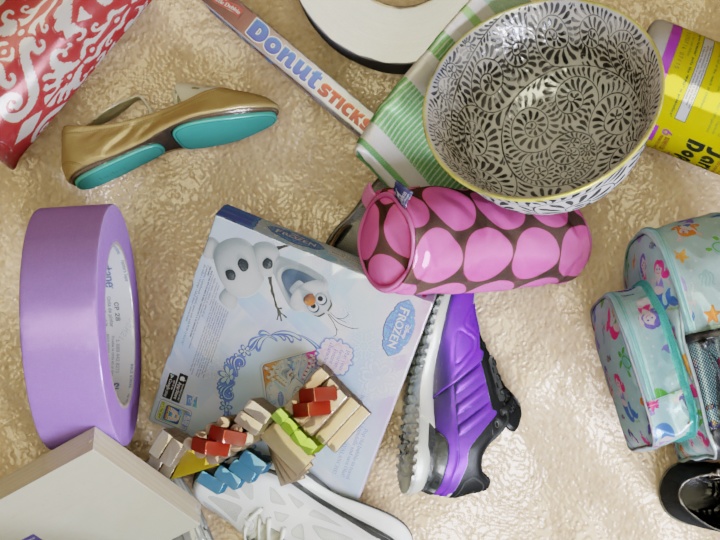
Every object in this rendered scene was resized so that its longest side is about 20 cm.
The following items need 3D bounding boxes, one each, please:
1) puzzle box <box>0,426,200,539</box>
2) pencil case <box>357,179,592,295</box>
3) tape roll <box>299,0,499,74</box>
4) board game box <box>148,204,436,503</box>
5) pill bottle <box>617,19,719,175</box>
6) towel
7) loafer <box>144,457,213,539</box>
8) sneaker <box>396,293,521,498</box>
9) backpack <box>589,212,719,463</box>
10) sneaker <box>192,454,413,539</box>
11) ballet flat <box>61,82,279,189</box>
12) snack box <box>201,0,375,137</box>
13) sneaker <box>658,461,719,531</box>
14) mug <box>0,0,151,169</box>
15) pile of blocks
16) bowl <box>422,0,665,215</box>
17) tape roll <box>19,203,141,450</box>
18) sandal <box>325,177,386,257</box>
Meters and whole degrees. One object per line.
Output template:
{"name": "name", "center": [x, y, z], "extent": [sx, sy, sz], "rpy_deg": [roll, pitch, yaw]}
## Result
{"name": "puzzle box", "center": [-0.250, 0.210, 1.507], "extent": [0.199, 0.026, 0.133], "rpy_deg": [-28, 131, 25]}
{"name": "pencil case", "center": [0.095, -0.031, 1.508], "extent": [0.091, 0.198, 0.094], "rpy_deg": [-59, 45, 35]}
{"name": "tape roll", "center": [0.037, -0.275, 1.566], "extent": [0.198, 0.066, 0.203], "rpy_deg": [0, 87, 2]}
{"name": "board game box", "center": [-0.059, 0.073, 1.540], "extent": [0.197, 0.043, 0.202], "rpy_deg": [22, 109, 4]}
{"name": "pill bottle", "center": [0.321, -0.131, 1.529], "extent": [0.198, 0.104, 0.105], "rpy_deg": [22, 89, 3]}
{"name": "towel", "center": [0.099, -0.134, 1.538], "extent": [0.200, 0.023, 0.153], "rpy_deg": [-48, 122, -4]}
{"name": "loafer", "center": [-0.154, 0.259, 1.555], "extent": [0.069, 0.070, 0.202], "rpy_deg": [-21, 88, -7]}
{"name": "sneaker", "center": [0.093, 0.099, 1.556], "extent": [0.098, 0.070, 0.202], "rpy_deg": [10, 84, -12]}
{"name": "backpack", "center": [0.273, 0.057, 1.491], "extent": [0.149, 0.178, 0.202], "rpy_deg": [-8, 84, -3]}
{"name": "sneaker", "center": [-0.061, 0.233, 1.518], "extent": [0.199, 0.116, 0.076], "rpy_deg": [20, 134, 5]}
{"name": "ballet flat", "center": [-0.171, -0.131, 1.573], "extent": [0.198, 0.069, 0.064], "rpy_deg": [-18, 74, 1]}
{"name": "snack box", "center": [-0.056, -0.177, 1.564], "extent": [0.200, 0.072, 0.024], "rpy_deg": [40, 92, 3]}
{"name": "sneaker", "center": [0.355, 0.202, 1.516], "extent": [0.198, 0.106, 0.076], "rpy_deg": [3, 88, 3]}
{"name": "mug", "center": [-0.296, -0.220, 1.550], "extent": [0.177, 0.133, 0.200], "rpy_deg": [44, 87, 1]}
{"name": "pile of blocks", "center": [-0.090, 0.145, 1.490], "extent": [0.198, 0.062, 0.083], "rpy_deg": [-23, 84, 8]}
{"name": "bowl", "center": [0.157, -0.116, 1.476], "extent": [0.199, 0.094, 0.202], "rpy_deg": [-9, 56, 13]}
{"name": "tape roll", "center": [-0.231, 0.047, 1.500], "extent": [0.065, 0.200, 0.202], "rpy_deg": [-3, 88, 3]}
{"name": "sandal", "center": [0.000, 0.000, 1.563], "extent": [0.081, 0.055, 0.201], "rpy_deg": [35, 92, 3]}
